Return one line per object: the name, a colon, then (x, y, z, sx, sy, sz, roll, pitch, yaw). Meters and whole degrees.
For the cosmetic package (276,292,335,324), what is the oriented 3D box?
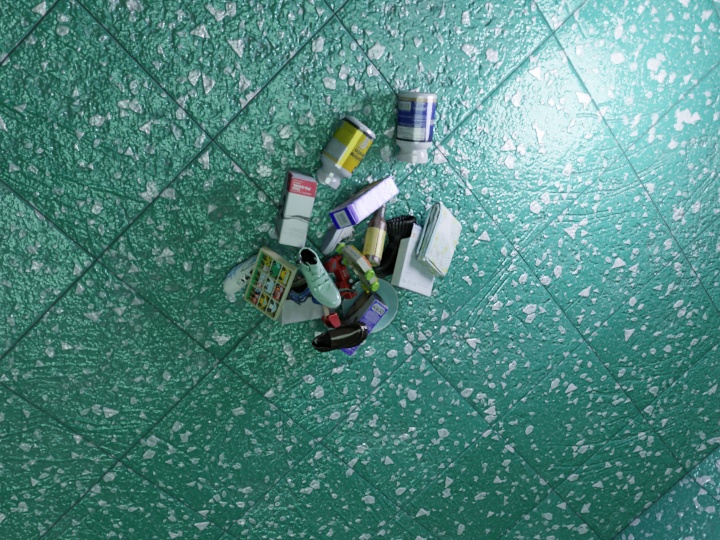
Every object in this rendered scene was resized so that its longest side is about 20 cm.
cosmetic package: (-0.174, 0.114, 1.758, 0.197, 0.050, 0.084, -6, 110, -35)

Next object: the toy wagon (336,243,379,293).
toy wagon: (0.000, 0.000, 1.692, 0.039, 0.155, 0.201, -40, 146, -10)

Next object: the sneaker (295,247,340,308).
sneaker: (-0.126, 0.022, 1.595, 0.073, 0.118, 0.202, -36, 87, -10)

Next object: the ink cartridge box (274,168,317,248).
ink cartridge box: (-0.196, -0.187, 1.628, 0.082, 0.145, 0.204, 10, 107, -17)

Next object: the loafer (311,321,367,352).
loafer: (-0.068, 0.214, 1.696, 0.197, 0.071, 0.074, -24, 76, 21)

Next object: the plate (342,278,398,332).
plate: (0.032, 0.116, 1.857, 0.196, 0.026, 0.204, -4, 111, -11)

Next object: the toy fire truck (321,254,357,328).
toy fire truck: (-0.084, 0.066, 1.749, 0.140, 0.048, 0.203, -29, 102, -32)

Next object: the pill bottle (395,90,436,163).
pill bottle: (0.165, -0.432, 1.644, 0.113, 0.116, 0.204, -1, 110, -13)

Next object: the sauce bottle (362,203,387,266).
sauce bottle: (0.049, -0.116, 1.716, 0.064, 0.065, 0.204, 18, 74, -19)

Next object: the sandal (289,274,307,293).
sandal: (-0.208, 0.042, 1.757, 0.198, 0.058, 0.080, -16, 151, -25)

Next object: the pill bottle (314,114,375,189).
pill bottle: (-0.051, -0.349, 1.623, 0.111, 0.112, 0.202, 30, 101, -21)

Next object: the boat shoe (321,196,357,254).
boat shoe: (-0.044, -0.128, 1.731, 0.085, 0.074, 0.204, 30, 91, -24)

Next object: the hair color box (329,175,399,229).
hair color box: (0.012, -0.206, 1.642, 0.199, 0.109, 0.066, -38, 106, -32)

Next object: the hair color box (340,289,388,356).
hair color box: (-0.003, 0.166, 1.785, 0.064, 0.109, 0.201, 36, 98, -22)

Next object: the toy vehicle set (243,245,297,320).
toy vehicle set: (-0.274, 0.040, 1.645, 0.123, 0.027, 0.202, 32, 123, 10)

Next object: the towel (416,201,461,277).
towel: (0.253, -0.096, 1.759, 0.171, 0.048, 0.203, 35, 72, -51)

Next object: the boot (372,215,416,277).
boot: (0.096, -0.081, 1.766, 0.208, 0.079, 0.160, -23, 120, -21)

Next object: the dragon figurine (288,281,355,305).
dragon figurine: (-0.119, 0.078, 1.678, 0.196, 0.059, 0.101, 16, 82, -4)

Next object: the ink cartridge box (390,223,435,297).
ink cartridge box: (0.186, -0.030, 1.759, 0.195, 0.043, 0.204, 19, 83, -50)

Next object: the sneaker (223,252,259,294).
sneaker: (-0.348, 0.007, 1.702, 0.199, 0.073, 0.072, -36, 115, 3)
